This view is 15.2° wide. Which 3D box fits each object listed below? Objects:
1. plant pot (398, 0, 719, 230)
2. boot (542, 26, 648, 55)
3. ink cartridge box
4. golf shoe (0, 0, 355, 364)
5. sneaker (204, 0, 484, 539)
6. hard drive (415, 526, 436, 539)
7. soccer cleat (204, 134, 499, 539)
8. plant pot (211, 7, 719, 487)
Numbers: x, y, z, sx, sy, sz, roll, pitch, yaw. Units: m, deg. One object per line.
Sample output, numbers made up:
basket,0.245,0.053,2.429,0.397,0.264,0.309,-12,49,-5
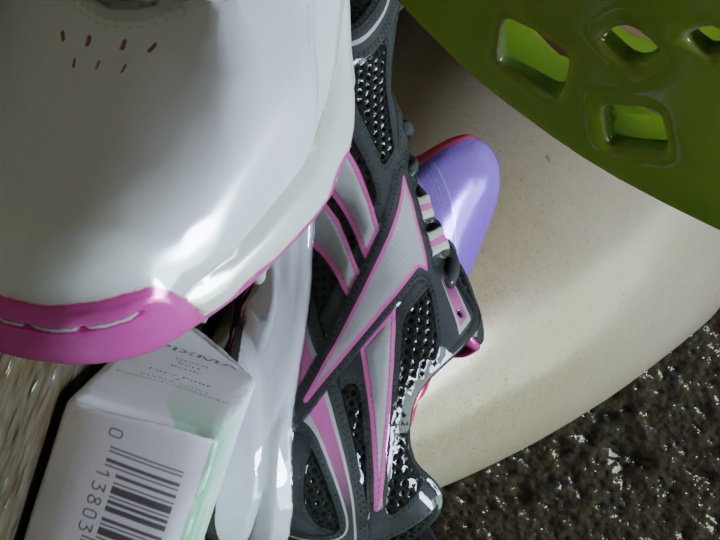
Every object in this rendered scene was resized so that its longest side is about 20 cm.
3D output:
plant pot,0.080,-0.157,0.730,0.199,0.181,0.200,106,4,-49
boot,0.108,-0.154,1.040,0.066,0.199,0.176,-60,169,-74
ink cartridge box,-0.071,0.096,0.834,0.200,0.050,0.161,-47,156,-77
golf shoe,-0.029,-0.076,0.464,0.092,0.075,0.200,82,21,-48
sneaker,0.000,0.000,0.897,0.080,0.086,0.201,144,-44,-77
hard drive,-0.039,0.146,1.064,0.139,0.033,0.200,-28,168,-8
soccer cleat,-0.003,0.045,0.947,0.200,0.076,0.067,-52,157,-3
plant pot,0.031,0.007,1.090,0.200,0.187,0.188,-45,159,-44
